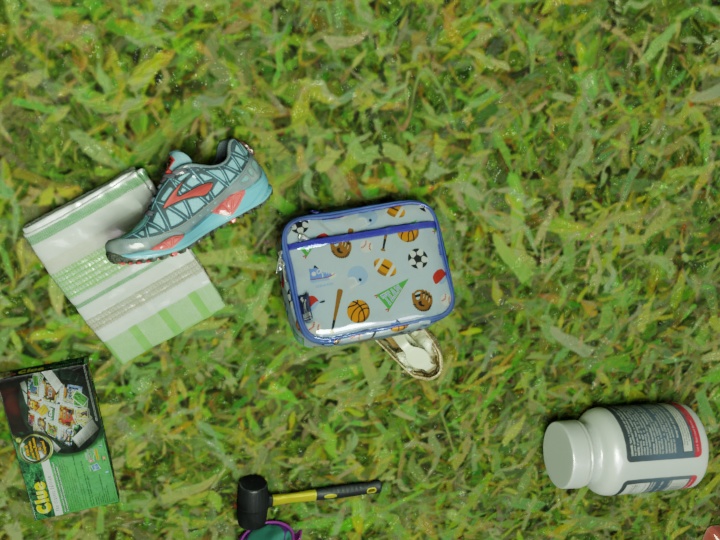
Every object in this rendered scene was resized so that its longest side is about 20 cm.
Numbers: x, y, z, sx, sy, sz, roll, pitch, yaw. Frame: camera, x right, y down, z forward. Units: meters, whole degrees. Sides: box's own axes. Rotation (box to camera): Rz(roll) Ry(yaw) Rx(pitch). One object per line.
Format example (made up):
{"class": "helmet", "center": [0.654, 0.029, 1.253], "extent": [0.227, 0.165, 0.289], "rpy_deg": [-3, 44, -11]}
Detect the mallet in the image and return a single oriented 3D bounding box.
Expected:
{"class": "mallet", "center": [-0.069, 0.307, 1.209], "extent": [0.199, 0.041, 0.066], "rpy_deg": [5, 111, -22]}

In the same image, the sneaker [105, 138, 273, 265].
{"class": "sneaker", "center": [-0.193, -0.077, 0.965], "extent": [0.200, 0.079, 0.096], "rpy_deg": [-34, 109, -31]}

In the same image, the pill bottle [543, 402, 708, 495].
{"class": "pill bottle", "center": [0.361, 0.247, 1.256], "extent": [0.199, 0.120, 0.120], "rpy_deg": [-1, 114, -16]}

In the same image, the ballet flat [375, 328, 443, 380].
{"class": "ballet flat", "center": [0.039, 0.066, 1.113], "extent": [0.071, 0.065, 0.200], "rpy_deg": [-45, 117, 8]}

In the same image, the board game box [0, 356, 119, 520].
{"class": "board game box", "center": [-0.358, 0.203, 1.086], "extent": [0.104, 0.023, 0.201], "rpy_deg": [-10, 115, -14]}

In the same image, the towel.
{"class": "towel", "center": [-0.261, -0.003, 1.023], "extent": [0.149, 0.031, 0.201], "rpy_deg": [-28, 120, 0]}

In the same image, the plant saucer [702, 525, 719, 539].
{"class": "plant saucer", "center": [0.630, 0.511, 1.497], "extent": [0.199, 0.037, 0.201], "rpy_deg": [5, 112, -19]}

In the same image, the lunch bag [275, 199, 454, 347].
{"class": "lunch bag", "center": [0.000, 0.000, 1.041], "extent": [0.199, 0.076, 0.161], "rpy_deg": [-9, 81, -14]}

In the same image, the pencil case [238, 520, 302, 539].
{"class": "pencil case", "center": [-0.107, 0.438, 1.227], "extent": [0.092, 0.085, 0.201], "rpy_deg": [-7, 117, 5]}
